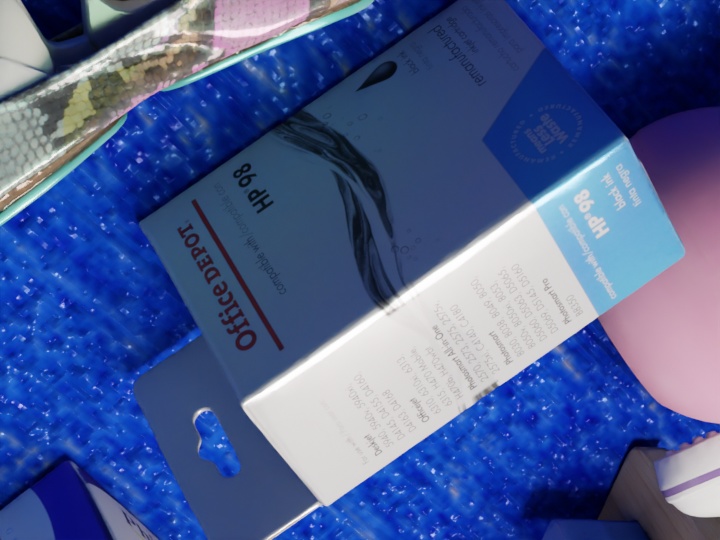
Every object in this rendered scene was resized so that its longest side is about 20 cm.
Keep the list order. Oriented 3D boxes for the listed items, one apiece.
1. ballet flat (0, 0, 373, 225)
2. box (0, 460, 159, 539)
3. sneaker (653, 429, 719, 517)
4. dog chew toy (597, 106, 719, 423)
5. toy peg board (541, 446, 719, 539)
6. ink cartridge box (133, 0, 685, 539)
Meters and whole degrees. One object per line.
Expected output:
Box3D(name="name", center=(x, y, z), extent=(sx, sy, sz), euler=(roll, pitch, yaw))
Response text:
Box3D(name="ballet flat", center=(-0.086, -0.079, 0.767), extent=(0.199, 0.069, 0.071), euler=(-32, 115, -8))
Box3D(name="box", center=(-0.128, 0.211, 0.929), extent=(0.200, 0.105, 0.184), euler=(-38, 133, 2))
Box3D(name="sneaker", center=(0.219, 0.109, 0.947), extent=(0.199, 0.115, 0.073), euler=(-3, 165, -23))
Box3D(name="dog chew toy", center=(0.182, -0.029, 0.885), extent=(0.200, 0.125, 0.125), euler=(-33, 133, 11))
Box3D(name="toy peg board", center=(0.100, 0.213, 0.983), extent=(0.097, 0.200, 0.200), euler=(4, 122, -28))
Box3D(name="ink cartridge box", center=(0.000, 0.000, 0.828), extent=(0.200, 0.116, 0.067), euler=(-35, 133, 0))
